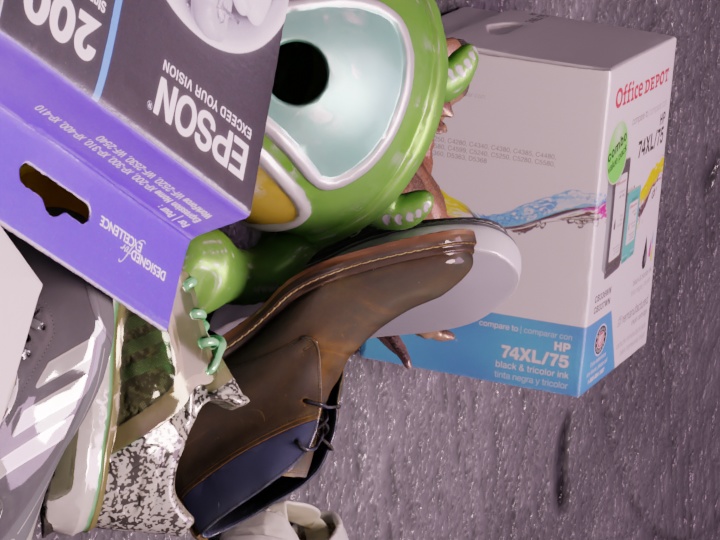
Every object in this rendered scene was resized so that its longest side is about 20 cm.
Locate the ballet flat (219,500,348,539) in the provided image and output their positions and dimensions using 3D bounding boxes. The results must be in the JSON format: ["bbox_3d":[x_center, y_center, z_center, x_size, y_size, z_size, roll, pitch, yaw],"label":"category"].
[{"bbox_3d":[-0.049,0.163,1.668,0.200,0.069,0.070,7,94,-74],"label":"ballet flat"}]

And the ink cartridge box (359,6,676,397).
[{"bbox_3d":[0.097,-0.047,1.816,0.147,0.145,0.201,-30,127,-64],"label":"ink cartridge box"}]

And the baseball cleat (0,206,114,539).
[{"bbox_3d":[-0.163,0.063,1.291,0.106,0.069,0.201,34,67,-68],"label":"baseball cleat"}]

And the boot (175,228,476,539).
[{"bbox_3d":[-0.020,0.055,1.455,0.097,0.199,0.075,68,16,13],"label":"boot"}]

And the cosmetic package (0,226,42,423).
[{"bbox_3d":[-0.201,-0.005,1.093,0.200,0.084,0.108,63,34,-50],"label":"cosmetic package"}]

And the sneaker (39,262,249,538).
[{"bbox_3d":[-0.093,0.037,1.409,0.077,0.088,0.201,-165,-90,-77],"label":"sneaker"}]

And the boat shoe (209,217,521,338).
[{"bbox_3d":[0.000,0.000,1.545,0.069,0.199,0.057,39,49,-36],"label":"boat shoe"}]

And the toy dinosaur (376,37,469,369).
[{"bbox_3d":[0.009,-0.035,1.644,0.200,0.085,0.136,-75,163,-52],"label":"toy dinosaur"}]

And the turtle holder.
[{"bbox_3d":[-0.045,-0.080,1.477,0.186,0.141,0.131,-48,141,17],"label":"turtle holder"}]

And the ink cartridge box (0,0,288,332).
[{"bbox_3d":[-0.107,-0.101,1.292,0.198,0.043,0.201,35,58,-51],"label":"ink cartridge box"}]

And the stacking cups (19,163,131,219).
[{"bbox_3d":[-0.101,-0.114,1.384,0.061,0.060,0.201,67,38,-56],"label":"stacking cups"}]
